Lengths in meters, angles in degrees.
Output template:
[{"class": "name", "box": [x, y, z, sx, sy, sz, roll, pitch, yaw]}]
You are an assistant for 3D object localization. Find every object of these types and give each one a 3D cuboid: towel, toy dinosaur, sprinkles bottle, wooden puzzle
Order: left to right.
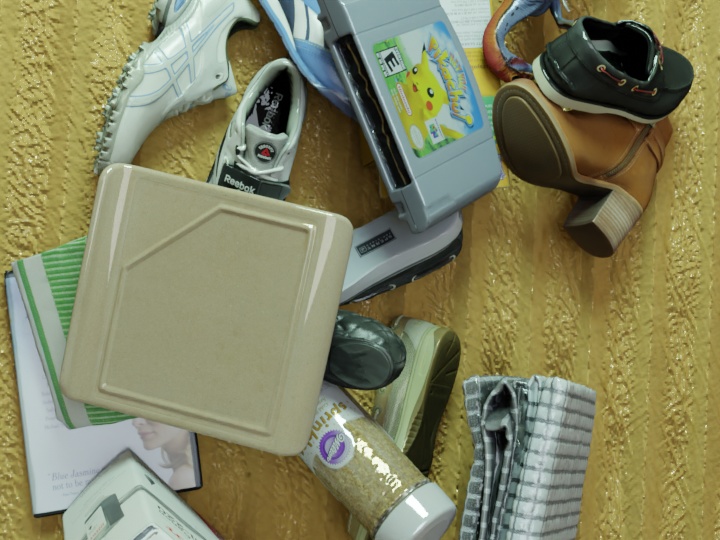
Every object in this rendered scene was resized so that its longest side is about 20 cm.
[{"class": "towel", "box": [-0.167, 0.035, 0.899, 0.197, 0.023, 0.155, -16, 91, 8]}, {"class": "wooden puzzle", "box": [-0.117, 0.029, 0.866, 0.197, 0.037, 0.188, 13, 95, 2]}, {"class": "sprinkles bottle", "box": [-0.011, 0.145, 0.917, 0.068, 0.068, 0.200, -40, 64, -12]}, {"class": "towel", "box": [0.134, 0.170, 0.940, 0.084, 0.200, 0.169, 9, 86, 21]}, {"class": "toy dinosaur", "box": [0.165, -0.252, 1.012, 0.180, 0.200, 0.106, -35, 132, -5]}]

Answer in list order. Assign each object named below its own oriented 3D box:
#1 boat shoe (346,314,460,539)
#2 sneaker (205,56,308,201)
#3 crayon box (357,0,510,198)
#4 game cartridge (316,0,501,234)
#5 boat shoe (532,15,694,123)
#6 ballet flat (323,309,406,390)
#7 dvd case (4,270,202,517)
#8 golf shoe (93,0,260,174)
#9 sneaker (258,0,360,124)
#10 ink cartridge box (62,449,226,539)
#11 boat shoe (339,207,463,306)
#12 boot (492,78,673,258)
[{"class": "boat shoe", "box": [0.026, 0.141, 0.982, 0.062, 0.073, 0.204, 16, 87, 31]}, {"class": "sneaker", "box": [-0.092, -0.084, 0.941, 0.073, 0.088, 0.204, 14, 84, -6]}, {"class": "crayon box", "box": [0.058, -0.167, 1.003, 0.123, 0.052, 0.204, -5, 88, -14]}, {"class": "game cartridge", "box": [0.046, -0.144, 0.922, 0.133, 0.040, 0.203, -31, 101, -50]}, {"class": "boat shoe", "box": [0.233, -0.174, 0.972, 0.199, 0.063, 0.075, -3, 62, -43]}, {"class": "ballet flat", "box": [-0.057, 0.047, 0.921, 0.197, 0.057, 0.067, 23, 104, 11]}, {"class": "dvd case", "box": [-0.213, 0.093, 0.942, 0.140, 0.018, 0.204, -7, 89, -13]}, {"class": "golf shoe", "box": [-0.151, -0.158, 0.941, 0.096, 0.078, 0.202, 28, 82, -17]}, {"class": "sneaker", "box": [-0.024, -0.210, 0.940, 0.082, 0.074, 0.202, -35, 79, 18]}, {"class": "ink cartridge box", "box": [-0.145, 0.233, 0.848, 0.085, 0.200, 0.146, -45, 106, -6]}, {"class": "boat shoe", "box": [0.000, 0.000, 0.975, 0.197, 0.057, 0.069, -23, 53, 0]}, {"class": "boot", "box": [0.202, -0.131, 1.007, 0.201, 0.073, 0.156, 51, 60, -32]}]
